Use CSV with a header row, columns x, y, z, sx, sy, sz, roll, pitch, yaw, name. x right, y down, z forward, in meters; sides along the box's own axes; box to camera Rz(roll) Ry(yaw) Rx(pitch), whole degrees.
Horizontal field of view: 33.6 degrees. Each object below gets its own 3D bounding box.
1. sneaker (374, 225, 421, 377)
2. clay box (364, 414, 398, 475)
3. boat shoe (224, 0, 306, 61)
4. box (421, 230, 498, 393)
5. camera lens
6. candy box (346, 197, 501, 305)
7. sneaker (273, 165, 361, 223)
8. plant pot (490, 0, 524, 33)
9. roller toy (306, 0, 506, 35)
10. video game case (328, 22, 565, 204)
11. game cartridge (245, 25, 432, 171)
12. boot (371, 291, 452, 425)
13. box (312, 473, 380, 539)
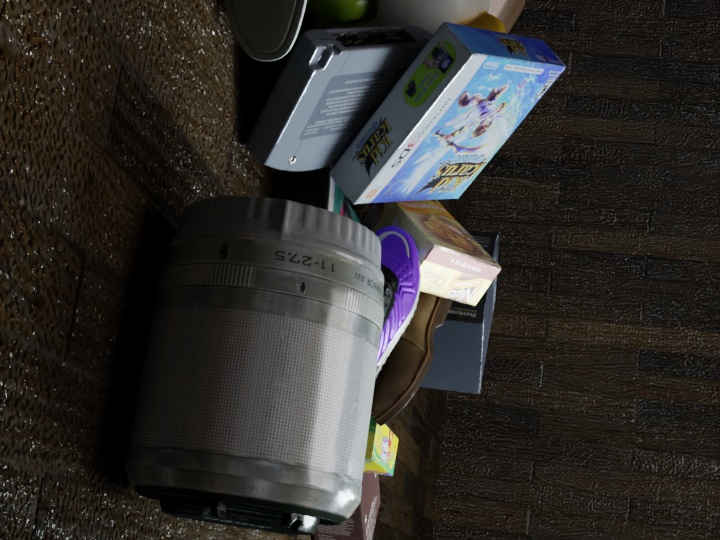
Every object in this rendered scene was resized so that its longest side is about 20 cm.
x,y,z,sx,sy,sz,roll,pitch,yaw,name
0.005,0.036,1.073,0.100,0.069,0.202,87,23,-63,sneaker
-0.029,0.173,1.222,0.200,0.113,0.048,57,40,-73,clay box
-0.064,-0.264,0.910,0.060,0.074,0.204,-36,131,-69,boat shoe
0.057,0.039,1.413,0.183,0.196,0.106,-70,163,-54,box
-0.068,0.069,0.808,0.160,0.157,0.204,63,33,-72,camera lens
0.045,-0.052,1.242,0.115,0.200,0.056,17,116,-46,candy box
-0.047,-0.004,1.144,0.121,0.082,0.203,48,46,-64,sneaker
0.116,-0.335,1.710,0.188,0.184,0.202,74,37,-64,plant pot
0.041,-0.269,1.190,0.184,0.196,0.142,-93,-178,-56,roller toy
0.087,-0.143,1.132,0.182,0.046,0.199,-50,158,28,video game case
-0.018,-0.152,1.056,0.199,0.040,0.135,-19,142,-56,game cartridge
0.032,0.068,1.173,0.073,0.075,0.201,-38,-161,35,boot
-0.020,0.256,1.450,0.101,0.074,0.202,-75,164,-44,box
